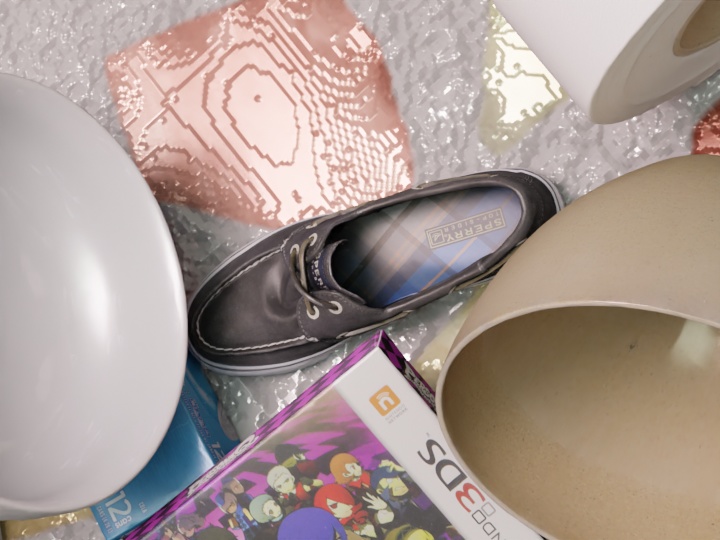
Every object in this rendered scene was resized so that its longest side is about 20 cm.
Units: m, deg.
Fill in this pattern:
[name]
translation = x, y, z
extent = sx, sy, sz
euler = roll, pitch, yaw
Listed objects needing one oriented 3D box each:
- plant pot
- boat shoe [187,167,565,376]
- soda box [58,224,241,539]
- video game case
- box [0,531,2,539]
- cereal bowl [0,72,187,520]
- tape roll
[plant pot]
translation = 0.147, 0.028, 1.145
extent = 0.200, 0.201, 0.135
euler = 10, 53, 17
[boat shoe]
translation = 0.000, 0.000, 1.237
extent = 0.199, 0.066, 0.070
euler = -16, 82, 15
[soda box]
translation = -0.130, 0.029, 1.276
extent = 0.068, 0.064, 0.200
euler = -30, 80, 11
[video game case]
translation = -0.008, 0.158, 1.217
extent = 0.200, 0.036, 0.181
euler = -39, 98, 11
[box]
translation = -0.270, 0.095, 1.244
extent = 0.130, 0.200, 0.200
euler = -9, 85, 14
[cereal bowl]
translation = -0.175, 0.017, 1.168
extent = 0.083, 0.200, 0.201
euler = -18, 81, 39
[tape roll]
translation = 0.155, -0.153, 1.131
extent = 0.202, 0.202, 0.071
euler = -42, 77, 10
